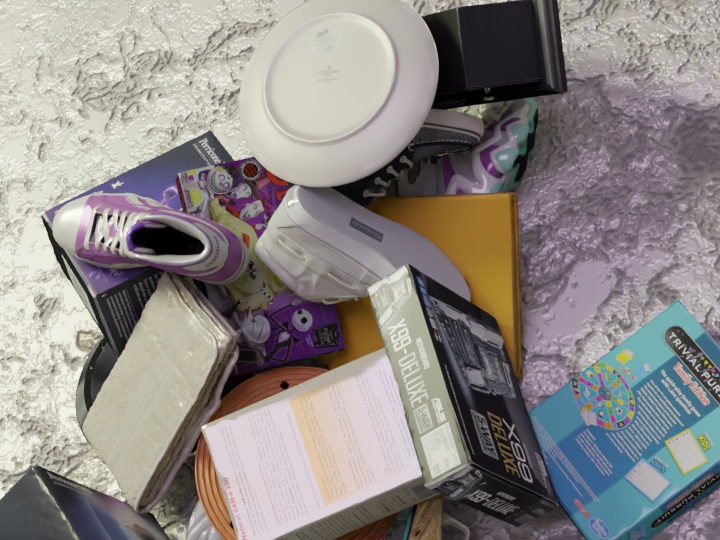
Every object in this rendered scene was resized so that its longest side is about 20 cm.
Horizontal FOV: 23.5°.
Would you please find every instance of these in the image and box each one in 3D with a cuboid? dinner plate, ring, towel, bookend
[{"bbox_3d":[-0.025,-0.173,1.582,0.198,0.024,0.202,-9,65,19],"label":"dinner plate"},{"bbox_3d":[-0.055,0.186,1.613,0.198,0.019,0.202,3,66,-6],"label":"ring"},{"bbox_3d":[-0.189,0.112,1.634,0.133,0.034,0.201,47,113,42],"label":"towel"},{"bbox_3d":[0.061,-0.197,1.651,0.197,0.200,0.093,-10,95,-25],"label":"bookend"}]

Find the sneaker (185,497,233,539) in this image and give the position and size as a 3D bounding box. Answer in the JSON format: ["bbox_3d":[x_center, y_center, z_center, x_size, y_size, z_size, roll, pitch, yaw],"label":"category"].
[{"bbox_3d":[-0.104,0.196,1.649,0.080,0.071,0.202,18,64,2],"label":"sneaker"}]

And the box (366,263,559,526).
[{"bbox_3d":[0.090,0.111,1.508,0.050,0.157,0.201,-31,55,22],"label":"box"}]

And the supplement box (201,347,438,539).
[{"bbox_3d":[-0.026,0.165,1.538,0.199,0.074,0.127,-23,66,6],"label":"supplement box"}]

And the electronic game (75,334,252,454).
[{"bbox_3d":[-0.197,0.106,1.737,0.198,0.042,0.201,-13,52,17],"label":"electronic game"}]

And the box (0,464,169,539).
[{"bbox_3d":[-0.229,0.301,1.542,0.123,0.200,0.199,-45,57,5],"label":"box"}]

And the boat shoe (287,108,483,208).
[{"bbox_3d":[0.020,-0.101,1.646,0.198,0.075,0.094,-1,79,-4],"label":"boat shoe"}]

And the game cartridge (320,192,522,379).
[{"bbox_3d":[0.055,0.017,1.656,0.198,0.032,0.178,-1,91,21],"label":"game cartridge"}]

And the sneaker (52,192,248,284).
[{"bbox_3d":[-0.211,-0.037,1.589,0.199,0.114,0.073,8,87,20],"label":"sneaker"}]

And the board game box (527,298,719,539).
[{"bbox_3d":[0.253,0.145,1.545,0.199,0.047,0.151,-36,56,-1],"label":"board game box"}]

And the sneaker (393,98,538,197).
[{"bbox_3d":[0.084,-0.105,1.711,0.139,0.078,0.201,24,72,15],"label":"sneaker"}]

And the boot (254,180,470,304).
[{"bbox_3d":[0.000,0.000,1.615,0.199,0.096,0.074,33,41,-8],"label":"boot"}]

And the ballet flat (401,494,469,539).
[{"bbox_3d":[0.070,0.216,1.572,0.070,0.071,0.202,1,63,21],"label":"ballet flat"}]

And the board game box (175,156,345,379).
[{"bbox_3d":[-0.096,-0.008,1.651,0.119,0.032,0.202,-13,83,-17],"label":"board game box"}]

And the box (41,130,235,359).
[{"bbox_3d":[-0.194,-0.026,1.735,0.199,0.105,0.148,-29,47,-14],"label":"box"}]
